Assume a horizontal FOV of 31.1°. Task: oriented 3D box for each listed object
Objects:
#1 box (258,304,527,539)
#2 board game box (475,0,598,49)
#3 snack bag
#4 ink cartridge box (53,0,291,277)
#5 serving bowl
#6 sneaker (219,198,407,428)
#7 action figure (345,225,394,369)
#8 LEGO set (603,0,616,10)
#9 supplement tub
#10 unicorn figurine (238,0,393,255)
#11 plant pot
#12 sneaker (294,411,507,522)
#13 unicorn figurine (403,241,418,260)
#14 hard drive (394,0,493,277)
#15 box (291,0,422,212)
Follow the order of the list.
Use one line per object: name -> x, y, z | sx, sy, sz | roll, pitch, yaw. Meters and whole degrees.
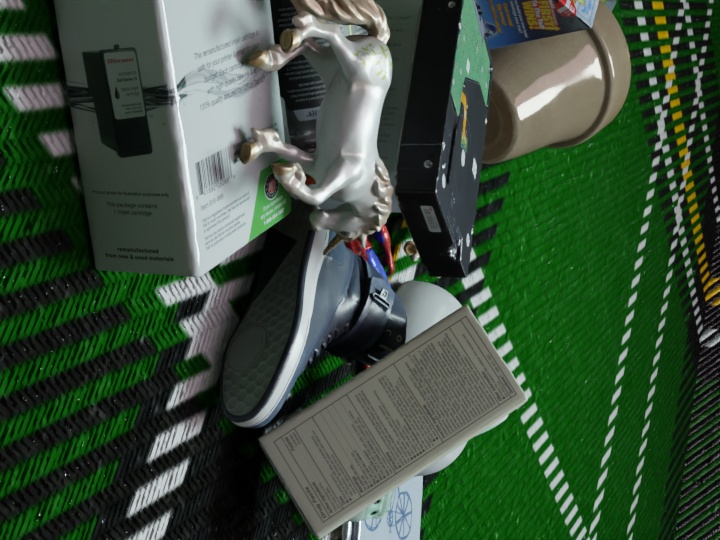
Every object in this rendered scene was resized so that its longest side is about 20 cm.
box -> 0.025, 0.122, 1.039 | 0.095, 0.199, 0.078 | 58, -6, 9
board game box -> 0.125, -0.291, 1.260 | 0.201, 0.198, 0.062 | 62, 39, -50
snack bag -> 0.028, 0.184, 1.301 | 0.188, 0.021, 0.202 | 35, 58, -64
ink cartridge box -> -0.118, -0.115, 0.850 | 0.147, 0.082, 0.202 | -39, 129, -60
serving bowl -> 0.081, 0.110, 1.322 | 0.200, 0.065, 0.202 | -2, 90, -68
sneaker -> -0.031, 0.063, 1.044 | 0.146, 0.076, 0.204 | 47, 47, -37
action figure -> 0.000, 0.000, 1.153 | 0.052, 0.065, 0.202 | -95, 171, -85
LEGO set -> 0.250, -0.338, 1.711 | 0.200, 0.115, 0.155 | -31, 149, -59
supplement tub -> -0.052, -0.172, 0.954 | 0.122, 0.121, 0.202 | -42, 130, -59
unicorn figurine -> -0.019, -0.090, 0.876 | 0.137, 0.074, 0.202 | 3, 113, -46
plant pot -> 0.174, -0.207, 1.431 | 0.174, 0.199, 0.202 | -38, 128, -40
sneaker -> 0.038, 0.157, 1.139 | 0.074, 0.198, 0.119 | -107, -174, -49
unicorn figurine -> 0.062, -0.106, 1.289 | 0.138, 0.073, 0.202 | -76, 170, -54
hard drive -> 0.067, -0.114, 1.004 | 0.140, 0.037, 0.202 | 62, 35, -61
box -> 0.007, -0.158, 1.092 | 0.097, 0.123, 0.202 | 39, 57, -62
